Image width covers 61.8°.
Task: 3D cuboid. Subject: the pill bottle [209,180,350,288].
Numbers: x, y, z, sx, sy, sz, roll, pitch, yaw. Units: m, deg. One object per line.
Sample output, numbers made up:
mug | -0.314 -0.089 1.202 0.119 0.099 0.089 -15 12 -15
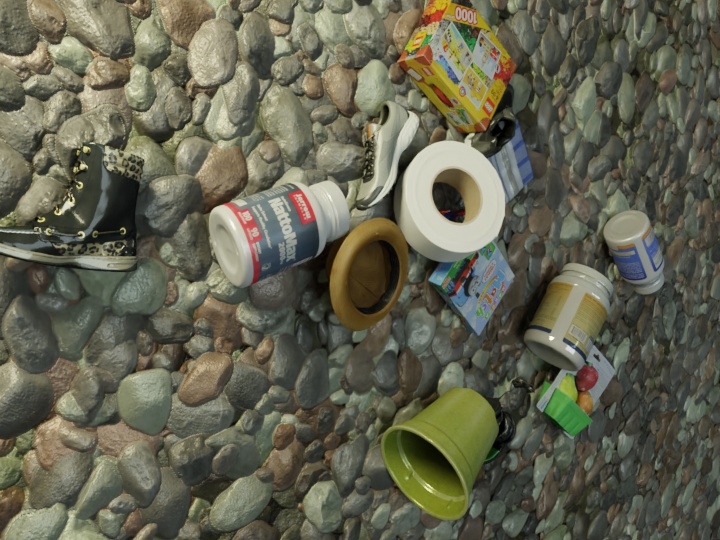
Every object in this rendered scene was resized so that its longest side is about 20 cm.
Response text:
pill bottle | -0.117 -0.065 0.909 0.196 0.118 0.124 -24 111 -31

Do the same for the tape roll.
tape roll | 0.160 -0.122 1.081 0.195 0.071 0.210 4 76 -16

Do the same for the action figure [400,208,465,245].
action figure | 0.141 -0.083 1.141 0.195 0.051 0.068 -10 108 -32

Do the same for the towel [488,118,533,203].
towel | 0.282 -0.201 1.237 0.199 0.023 0.150 -40 119 -25

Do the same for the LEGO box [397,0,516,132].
LEGO box | 0.180 -0.379 1.100 0.198 0.076 0.152 36 76 -34

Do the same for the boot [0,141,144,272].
boot | -0.370 -0.085 0.752 0.199 0.072 0.160 9 89 -41

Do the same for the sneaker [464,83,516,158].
sneaker | 0.272 -0.289 1.162 0.067 0.089 0.203 44 62 -29

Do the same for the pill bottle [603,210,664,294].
pill bottle | 0.693 -0.040 1.509 0.113 0.111 0.202 -48 122 -19

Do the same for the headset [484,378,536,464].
headset | 0.297 0.322 1.288 0.124 0.093 0.203 45 71 -32

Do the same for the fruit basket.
fruit basket | 0.511 0.277 1.429 0.184 0.093 0.203 39 80 -33

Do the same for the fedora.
fedora | 0.000 0.000 1.015 0.197 0.081 0.207 -25 126 -39

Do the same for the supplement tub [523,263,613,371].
supplement tub | 0.469 0.103 1.347 0.144 0.143 0.203 41 75 -33

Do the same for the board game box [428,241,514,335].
board game box | 0.227 0.015 1.198 0.153 0.036 0.200 -55 135 -11

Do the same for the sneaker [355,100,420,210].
sneaker | 0.030 -0.196 1.032 0.078 0.073 0.206 29 74 -26

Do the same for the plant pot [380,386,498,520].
plant pot | 0.169 0.329 1.154 0.183 0.196 0.206 -35 116 -38
